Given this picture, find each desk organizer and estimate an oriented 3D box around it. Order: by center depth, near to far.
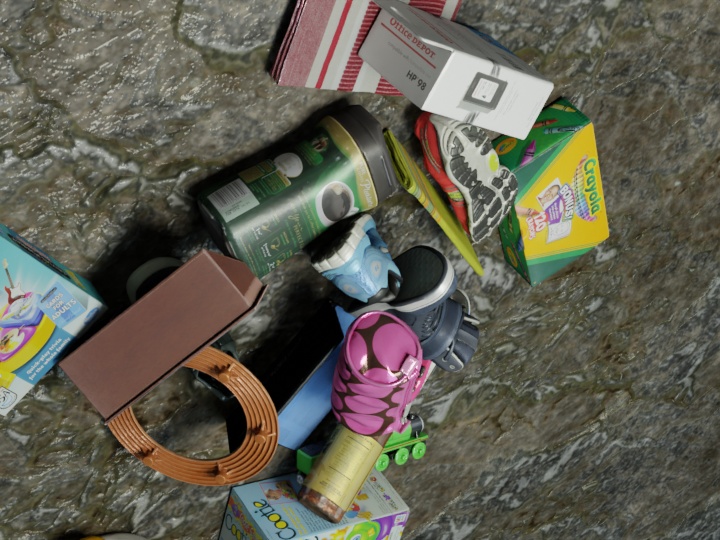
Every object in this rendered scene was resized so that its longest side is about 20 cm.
[{"bbox_3d":[-0.193,0.054,1.556,0.200,0.072,0.077,-37,100,16],"label":"desk organizer"}]

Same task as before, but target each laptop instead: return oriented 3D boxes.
[{"bbox_3d":[-0.050,0.142,1.793,0.116,0.200,0.188,37,99,-16],"label":"laptop"}]

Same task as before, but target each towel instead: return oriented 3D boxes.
[{"bbox_3d":[0.011,-0.244,1.572,0.199,0.023,0.145,0,122,-41],"label":"towel"},{"bbox_3d":[0.078,-0.069,1.731,0.018,0.086,0.200,-30,142,10],"label":"towel"}]

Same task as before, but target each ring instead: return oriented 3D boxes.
[{"bbox_3d":[-0.181,0.152,1.658,0.019,0.199,0.202,-67,161,-52],"label":"ring"}]

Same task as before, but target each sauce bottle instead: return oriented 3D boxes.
[{"bbox_3d":[-0.001,0.200,1.885,0.201,0.066,0.066,-58,144,-17],"label":"sauce bottle"}]

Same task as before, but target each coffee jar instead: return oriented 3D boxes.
[{"bbox_3d":[-0.059,-0.080,1.607,0.199,0.085,0.105,-31,137,-12],"label":"coffee jar"}]

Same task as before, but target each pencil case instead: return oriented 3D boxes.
[{"bbox_3d":[0.020,0.116,1.716,0.091,0.094,0.200,-45,167,-17],"label":"pencil case"}]

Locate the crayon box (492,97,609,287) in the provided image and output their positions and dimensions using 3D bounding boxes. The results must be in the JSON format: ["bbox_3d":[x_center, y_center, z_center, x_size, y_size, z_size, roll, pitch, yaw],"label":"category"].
[{"bbox_3d":[0.217,-0.088,1.848,0.118,0.058,0.201,-32,139,-12],"label":"crayon box"}]

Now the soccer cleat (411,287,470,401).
[{"bbox_3d":[0.058,0.103,1.864,0.200,0.070,0.086,-48,177,-2],"label":"soccer cleat"}]

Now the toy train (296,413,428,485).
[{"bbox_3d":[0.003,0.220,1.957,0.199,0.042,0.057,-13,114,-37],"label":"toy train"}]

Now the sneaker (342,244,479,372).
[{"bbox_3d":[0.086,0.044,1.725,0.146,0.202,0.077,33,71,-19],"label":"sneaker"}]

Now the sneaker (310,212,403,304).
[{"bbox_3d":[0.000,0.000,1.670,0.078,0.090,0.200,-40,-177,9],"label":"sneaker"}]

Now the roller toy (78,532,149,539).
[{"bbox_3d":[-0.277,0.399,1.810,0.199,0.140,0.183,19,101,-44],"label":"roller toy"}]

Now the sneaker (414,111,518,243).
[{"bbox_3d":[0.111,-0.108,1.724,0.077,0.085,0.200,-45,144,-14],"label":"sneaker"}]

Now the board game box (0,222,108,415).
[{"bbox_3d":[-0.356,0.037,1.497,0.151,0.047,0.200,-46,141,3],"label":"board game box"}]

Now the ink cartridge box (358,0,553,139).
[{"bbox_3d":[0.081,-0.201,1.563,0.199,0.116,0.067,11,116,-45],"label":"ink cartridge box"}]

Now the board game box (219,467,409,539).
[{"bbox_3d":[-0.058,0.315,1.943,0.199,0.105,0.104,-8,130,-34],"label":"board game box"}]

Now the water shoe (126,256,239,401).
[{"bbox_3d":[-0.169,0.060,1.646,0.071,0.079,0.200,-39,140,-4],"label":"water shoe"}]
